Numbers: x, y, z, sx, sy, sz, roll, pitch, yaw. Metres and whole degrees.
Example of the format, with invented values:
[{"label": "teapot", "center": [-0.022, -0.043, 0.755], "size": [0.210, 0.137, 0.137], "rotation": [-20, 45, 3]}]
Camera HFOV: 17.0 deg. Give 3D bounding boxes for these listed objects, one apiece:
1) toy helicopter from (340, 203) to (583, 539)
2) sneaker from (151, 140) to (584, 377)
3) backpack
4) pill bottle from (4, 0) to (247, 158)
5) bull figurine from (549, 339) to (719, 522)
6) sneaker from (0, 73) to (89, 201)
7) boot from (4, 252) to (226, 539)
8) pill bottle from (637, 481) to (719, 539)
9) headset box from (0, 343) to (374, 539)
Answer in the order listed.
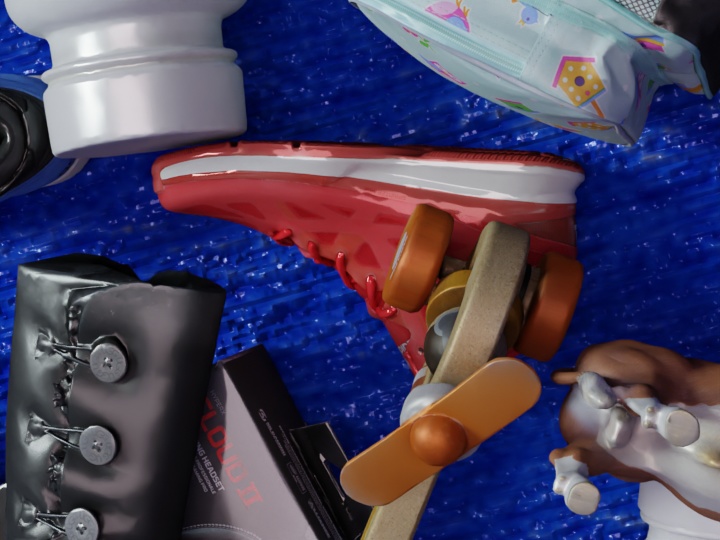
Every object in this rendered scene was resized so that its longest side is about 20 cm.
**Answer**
[{"label": "toy helicopter", "center": [0.029, 0.076, 1.018], "size": [0.079, 0.132, 0.201], "rotation": [20, 102, -4]}, {"label": "sneaker", "center": [0.000, 0.000, 1.098], "size": [0.199, 0.078, 0.116], "rotation": [3, 94, 13]}, {"label": "backpack", "center": [0.073, -0.149, 1.020], "size": [0.200, 0.176, 0.154], "rotation": [37, 97, 11]}, {"label": "pill bottle", "center": [-0.107, -0.156, 1.082], "size": [0.114, 0.114, 0.201], "rotation": [-7, 89, 13]}, {"label": "bull figurine", "center": [0.169, 0.076, 0.967], "size": [0.199, 0.121, 0.065], "rotation": [11, 103, 10]}, {"label": "sneaker", "center": [-0.232, -0.051, 1.125], "size": [0.199, 0.111, 0.077], "rotation": [-7, 93, 13]}, {"label": "boot", "center": [-0.081, 0.101, 1.057], "size": [0.164, 0.066, 0.201], "rotation": [9, 92, 11]}, {"label": "pill bottle", "center": [0.160, 0.185, 1.060], "size": [0.112, 0.113, 0.201], "rotation": [4, 96, 12]}, {"label": "headset box", "center": [-0.086, 0.138, 1.128], "size": [0.199, 0.077, 0.149], "rotation": [-29, 88, 14]}]
